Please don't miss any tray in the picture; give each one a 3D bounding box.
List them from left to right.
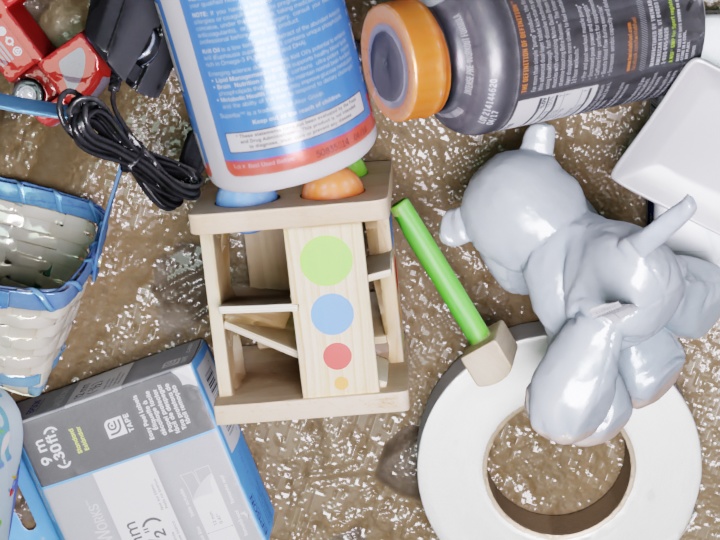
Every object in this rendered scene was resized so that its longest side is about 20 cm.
[{"bbox_3d":[0.272,-0.058,1.023,0.200,0.022,0.107,25,129,-7],"label":"tray"}]

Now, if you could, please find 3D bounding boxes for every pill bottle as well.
[{"bbox_3d":[-0.065,-0.158,0.962,0.112,0.112,0.200,-12,113,5],"label":"pill bottle"},{"bbox_3d":[0.102,-0.143,0.980,0.200,0.106,0.106,-13,107,-24],"label":"pill bottle"}]

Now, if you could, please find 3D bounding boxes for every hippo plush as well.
[{"bbox_3d":[0.120,0.007,1.017,0.161,0.200,0.159,38,90,28],"label":"hippo plush"}]

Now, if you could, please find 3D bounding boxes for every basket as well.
[{"bbox_3d":[-0.251,-0.029,1.038,0.176,0.139,0.200,14,125,-4],"label":"basket"}]

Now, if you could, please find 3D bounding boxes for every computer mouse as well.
[{"bbox_3d":[-0.121,-0.139,1.015,0.046,0.200,0.140,-12,146,26],"label":"computer mouse"}]

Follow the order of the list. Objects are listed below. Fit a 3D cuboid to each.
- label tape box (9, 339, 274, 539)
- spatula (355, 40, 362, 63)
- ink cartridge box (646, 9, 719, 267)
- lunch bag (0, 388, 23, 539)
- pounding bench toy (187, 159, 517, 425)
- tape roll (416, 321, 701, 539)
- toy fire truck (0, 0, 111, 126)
[{"bbox_3d":[-0.179,0.151,1.131,0.200,0.066,0.144,-20,103,6],"label":"label tape box"},{"bbox_3d":[0.015,-0.148,1.063,0.200,0.021,0.057,-11,92,7],"label":"spatula"},{"bbox_3d":[0.292,-0.074,1.065,0.200,0.041,0.200,-1,105,2],"label":"ink cartridge box"},{"bbox_3d":[-0.335,0.126,1.099,0.200,0.082,0.161,19,109,16],"label":"lunch bag"},{"bbox_3d":[0.000,0.000,1.052,0.200,0.124,0.156,-4,105,3],"label":"pounding bench toy"},{"bbox_3d":[0.139,0.134,1.130,0.202,0.037,0.203,0,105,1],"label":"tape roll"},{"bbox_3d":[-0.209,-0.210,1.040,0.141,0.049,0.200,-34,102,10],"label":"toy fire truck"}]
